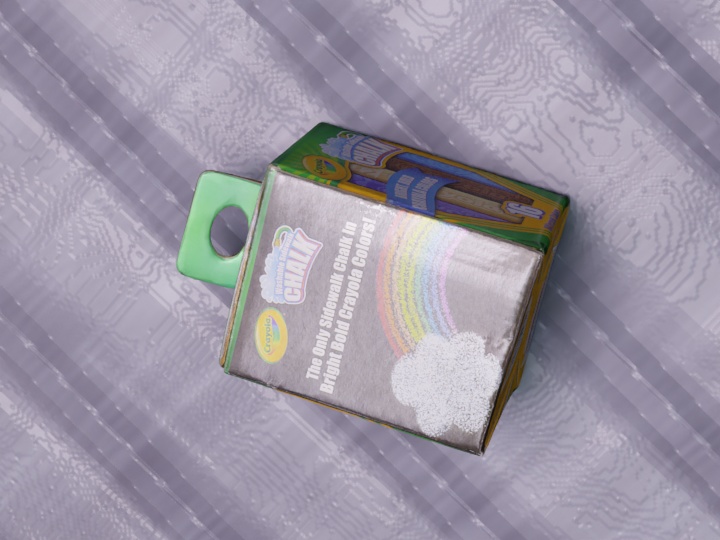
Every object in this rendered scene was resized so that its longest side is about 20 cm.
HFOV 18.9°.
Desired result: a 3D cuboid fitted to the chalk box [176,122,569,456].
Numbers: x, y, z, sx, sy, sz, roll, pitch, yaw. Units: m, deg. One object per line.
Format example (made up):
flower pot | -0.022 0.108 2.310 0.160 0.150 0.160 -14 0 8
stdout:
chalk box | 0.000 0.000 1.195 0.198 0.124 0.125 19 108 8
